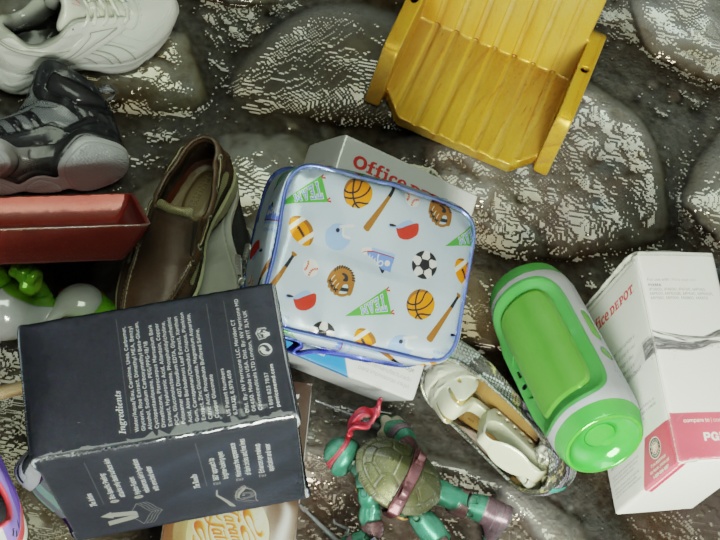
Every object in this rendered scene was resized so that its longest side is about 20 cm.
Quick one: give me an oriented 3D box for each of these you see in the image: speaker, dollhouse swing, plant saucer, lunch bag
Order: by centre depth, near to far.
[{"bbox_3d":[-0.006,0.001,1.388,0.200,0.076,0.161,14,83,-22],"label":"lunch bag"},{"bbox_3d":[-0.292,-0.036,1.457,0.200,0.200,0.037,-3,101,-12],"label":"plant saucer"},{"bbox_3d":[0.182,0.084,1.478,0.088,0.089,0.200,-9,43,-13],"label":"speaker"},{"bbox_3d":[0.137,-0.233,1.611,0.200,0.176,0.182,24,62,2],"label":"dollhouse swing"}]

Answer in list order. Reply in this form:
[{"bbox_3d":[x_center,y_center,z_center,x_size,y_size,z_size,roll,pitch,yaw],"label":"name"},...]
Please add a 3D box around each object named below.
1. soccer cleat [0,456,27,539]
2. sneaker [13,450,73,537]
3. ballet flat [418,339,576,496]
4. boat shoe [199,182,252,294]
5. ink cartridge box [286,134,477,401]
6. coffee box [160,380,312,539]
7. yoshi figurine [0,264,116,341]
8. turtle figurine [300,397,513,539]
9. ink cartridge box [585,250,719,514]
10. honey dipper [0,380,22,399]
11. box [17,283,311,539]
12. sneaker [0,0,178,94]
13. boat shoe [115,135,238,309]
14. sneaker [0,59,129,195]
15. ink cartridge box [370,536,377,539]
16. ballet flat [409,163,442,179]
[{"bbox_3d":[-0.339,0.152,1.400,0.068,0.073,0.200,-23,70,-18],"label":"soccer cleat"},{"bbox_3d":[-0.204,0.140,1.443,0.200,0.074,0.088,-42,96,-18],"label":"sneaker"},{"bbox_3d":[0.109,0.128,1.481,0.200,0.072,0.072,42,65,11],"label":"ballet flat"},{"bbox_3d":[-0.131,-0.025,1.530,0.074,0.060,0.200,-21,54,6],"label":"boat shoe"},{"bbox_3d":[0.000,0.000,1.477,0.146,0.086,0.200,23,78,-21],"label":"ink cartridge box"},{"bbox_3d":[-0.107,0.195,1.410,0.114,0.080,0.200,7,63,-1],"label":"coffee box"},{"bbox_3d":[-0.289,0.049,1.447,0.200,0.112,0.112,9,73,-7],"label":"yoshi figurine"},{"bbox_3d":[0.029,0.195,1.430,0.200,0.101,0.150,32,67,-1],"label":"turtle figurine"},{"bbox_3d":[0.272,0.101,1.483,0.085,0.146,0.200,-1,65,-16],"label":"ink cartridge box"},{"bbox_3d":[-0.237,0.086,1.399,0.200,0.038,0.038,-12,66,0],"label":"honey dipper"},{"bbox_3d":[-0.149,0.114,1.292,0.200,0.197,0.118,-10,65,-5],"label":"box"},{"bbox_3d":[-0.265,-0.236,1.589,0.200,0.099,0.078,-24,70,-19],"label":"sneaker"},{"bbox_3d":[-0.168,-0.034,1.453,0.075,0.075,0.203,11,58,10],"label":"boat shoe"},{"bbox_3d":[-0.321,-0.134,1.548,0.200,0.076,0.114,-1,63,-16],"label":"sneaker"},{"bbox_3d":[0.003,0.358,1.356,0.200,0.041,0.200,-38,86,-23],"label":"ink cartridge box"},{"bbox_3d":[-0.011,-0.045,1.565,0.200,0.072,0.072,-27,71,-22],"label":"ballet flat"}]
